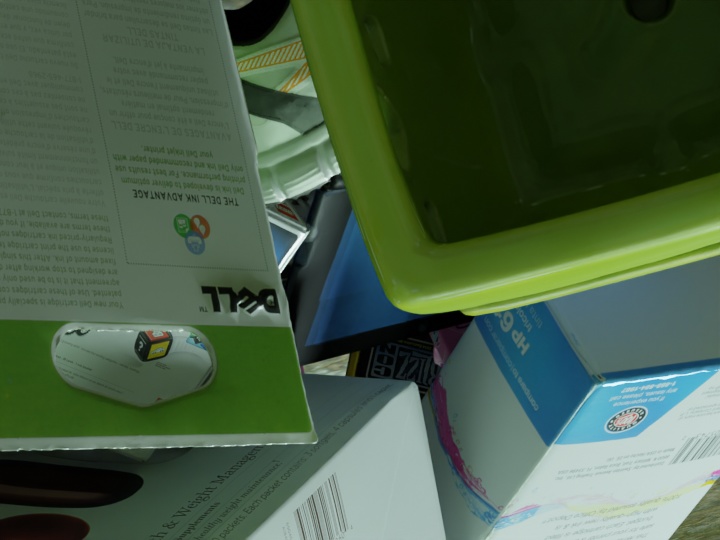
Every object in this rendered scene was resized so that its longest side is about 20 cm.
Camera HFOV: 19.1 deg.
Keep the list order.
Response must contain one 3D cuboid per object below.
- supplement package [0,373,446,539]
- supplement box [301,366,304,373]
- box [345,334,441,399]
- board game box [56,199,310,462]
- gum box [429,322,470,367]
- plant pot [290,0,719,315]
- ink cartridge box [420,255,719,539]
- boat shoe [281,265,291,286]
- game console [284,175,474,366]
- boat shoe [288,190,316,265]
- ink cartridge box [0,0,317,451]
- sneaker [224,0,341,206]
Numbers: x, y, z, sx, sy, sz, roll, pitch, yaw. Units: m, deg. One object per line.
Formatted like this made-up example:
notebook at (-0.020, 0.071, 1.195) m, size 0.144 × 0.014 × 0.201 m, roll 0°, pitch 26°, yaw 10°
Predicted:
supplement package at (-0.092, 0.145, 0.951) m, size 0.199 × 0.148 × 0.191 m, roll 2°, pitch -156°, yaw 30°
supplement box at (-0.147, 0.067, 1.176) m, size 0.200 × 0.104 × 0.131 m, roll -22°, pitch 161°, yaw 25°
box at (0.083, 0.101, 1.247) m, size 0.199 × 0.160 × 0.049 m, roll 14°, pitch 149°, yaw -2°
board game box at (-0.133, -0.009, 0.842) m, size 0.200 × 0.035 × 0.126 m, roll 26°, pitch 107°, yaw -36°
gum box at (0.141, 0.032, 1.175) m, size 0.200 × 0.114 × 0.066 m, roll -29°, pitch 143°, yaw 8°
plant pot at (0.086, -0.095, 0.678) m, size 0.199 × 0.200 × 0.181 m, roll -16°, pitch 170°, yaw 6°
ink cartridge box at (0.103, 0.081, 1.034) m, size 0.144 × 0.085 × 0.200 m, roll -5°, pitch 139°, yaw -36°
boat shoe at (0.000, 0.000, 1.137) m, size 0.072 × 0.068 × 0.200 m, roll -22°, pitch 166°, yaw 23°
game console at (0.078, -0.019, 0.970) m, size 0.200 × 0.119 × 0.170 m, roll -14°, pitch -166°, yaw -40°
boat shoe at (0.015, -0.031, 1.034) m, size 0.200 × 0.071 × 0.069 m, roll 5°, pitch 157°, yaw -45°
ink cartridge box at (-0.109, -0.026, 0.722) m, size 0.148 × 0.201 × 0.076 m, roll 3°, pitch 157°, yaw -44°
sneaker at (0.021, -0.103, 0.804) m, size 0.200 × 0.080 × 0.074 m, roll -30°, pitch -159°, yaw 3°
